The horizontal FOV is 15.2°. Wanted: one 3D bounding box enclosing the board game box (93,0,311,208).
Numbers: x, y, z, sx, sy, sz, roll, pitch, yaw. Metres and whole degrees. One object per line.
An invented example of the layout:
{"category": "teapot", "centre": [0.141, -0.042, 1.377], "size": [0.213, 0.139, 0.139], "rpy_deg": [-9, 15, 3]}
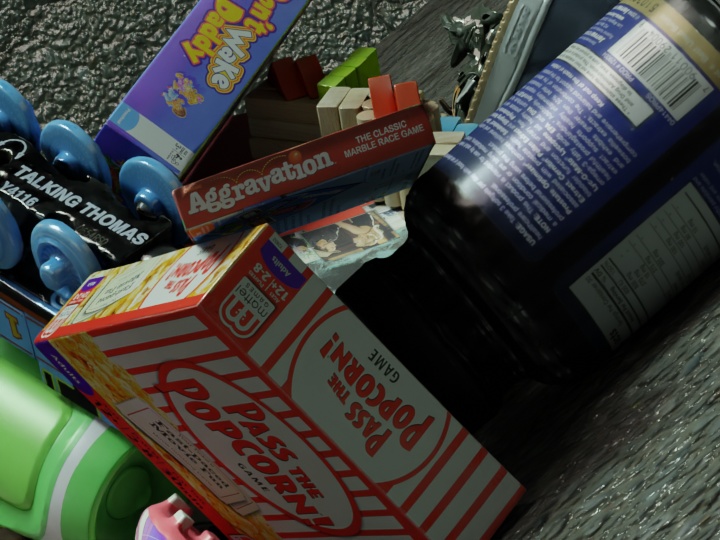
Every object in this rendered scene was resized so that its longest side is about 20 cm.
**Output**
{"category": "board game box", "centre": [-0.089, -0.088, 1.389], "size": [0.200, 0.045, 0.135], "rpy_deg": [-57, 4, -39]}

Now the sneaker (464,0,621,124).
{"category": "sneaker", "centre": [0.110, -0.064, 1.496], "size": [0.070, 0.108, 0.201], "rpy_deg": [-59, -10, -60]}

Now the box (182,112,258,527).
{"category": "box", "centre": [-0.069, 0.023, 1.443], "size": [0.108, 0.128, 0.200], "rpy_deg": [-9, 36, 39]}

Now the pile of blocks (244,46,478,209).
{"category": "pile of blocks", "centre": [0.018, -0.077, 1.344], "size": [0.082, 0.063, 0.200], "rpy_deg": [-27, 33, -28]}

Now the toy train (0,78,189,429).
{"category": "toy train", "centre": [-0.149, -0.010, 1.278], "size": [0.199, 0.115, 0.087], "rpy_deg": [27, 49, 34]}

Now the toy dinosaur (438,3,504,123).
{"category": "toy dinosaur", "centre": [0.092, -0.082, 1.637], "size": [0.199, 0.102, 0.136], "rpy_deg": [-13, 49, 44]}

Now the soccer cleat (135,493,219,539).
{"category": "soccer cleat", "centre": [-0.084, 0.153, 1.209], "size": [0.077, 0.067, 0.200], "rpy_deg": [-51, 9, -1]}

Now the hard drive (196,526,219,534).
{"category": "hard drive", "centre": [-0.070, 0.106, 1.520], "size": [0.200, 0.025, 0.132], "rpy_deg": [-44, 9, -19]}

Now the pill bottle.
{"category": "pill bottle", "centre": [0.090, -0.024, 1.154], "size": [0.200, 0.112, 0.112], "rpy_deg": [-40, 8, -2]}

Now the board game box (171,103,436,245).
{"category": "board game box", "centre": [-0.024, -0.034, 1.124], "size": [0.102, 0.020, 0.200], "rpy_deg": [-21, -2, -2]}

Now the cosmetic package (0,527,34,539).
{"category": "cosmetic package", "centre": [-0.173, 0.189, 1.333], "size": [0.103, 0.087, 0.200], "rpy_deg": [-43, 8, -4]}

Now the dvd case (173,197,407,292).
{"category": "dvd case", "centre": [0.000, 0.000, 1.297], "size": [0.145, 0.022, 0.200], "rpy_deg": [-18, 29, -15]}

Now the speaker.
{"category": "speaker", "centre": [-0.176, 0.073, 1.334], "size": [0.199, 0.089, 0.088], "rpy_deg": [27, 58, 34]}

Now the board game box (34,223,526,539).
{"category": "board game box", "centre": [-0.039, 0.058, 1.116], "size": [0.046, 0.152, 0.200], "rpy_deg": [-50, 14, -21]}
